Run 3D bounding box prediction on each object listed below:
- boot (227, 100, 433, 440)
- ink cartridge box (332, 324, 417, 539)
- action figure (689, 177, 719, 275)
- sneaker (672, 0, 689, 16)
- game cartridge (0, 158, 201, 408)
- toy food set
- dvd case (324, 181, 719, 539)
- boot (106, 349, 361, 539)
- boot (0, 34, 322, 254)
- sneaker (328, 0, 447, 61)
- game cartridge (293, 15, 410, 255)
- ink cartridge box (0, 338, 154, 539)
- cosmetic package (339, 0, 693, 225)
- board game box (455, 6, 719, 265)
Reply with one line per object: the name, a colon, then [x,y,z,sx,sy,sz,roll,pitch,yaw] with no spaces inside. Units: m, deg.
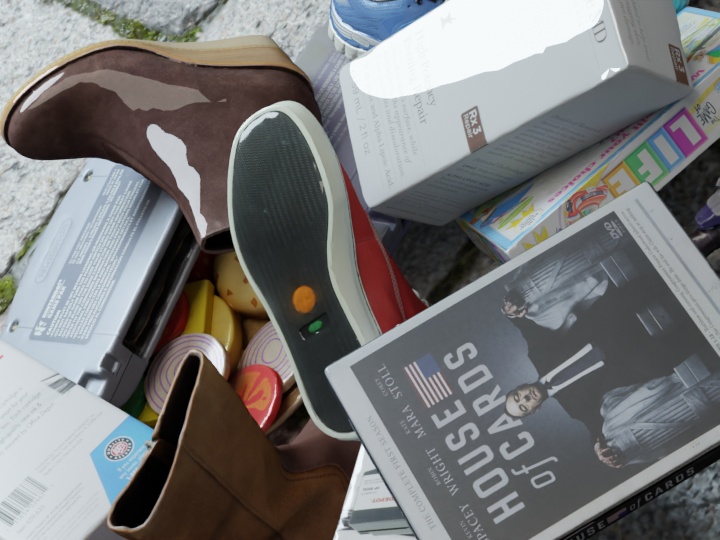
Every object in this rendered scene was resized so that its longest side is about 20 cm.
boot: [0.000,0.000,1.157,0.072,0.144,0.202,-24,78,28]
ink cartridge box: [0.053,0.152,1.060,0.084,0.145,0.201,3,62,29]
action figure: [0.175,0.011,1.134,0.199,0.069,0.131,-34,53,9]
sneaker: [0.149,-0.221,1.310,0.199,0.078,0.091,22,57,34]
game cartridge: [-0.165,-0.005,1.299,0.133,0.041,0.201,0,59,49]
toy food set: [-0.095,0.036,1.285,0.198,0.049,0.199,-13,55,22]
dvd case: [0.100,0.060,0.995,0.199,0.025,0.151,-30,58,-4]
boot: [-0.056,0.098,1.121,0.068,0.200,0.189,16,69,37]
boot: [-0.118,-0.074,1.218,0.198,0.073,0.167,-15,45,-7]
sneaker: [0.061,-0.158,1.248,0.199,0.090,0.079,22,55,24]
game cartridge: [0.000,-0.094,1.284,0.129,0.039,0.201,12,52,26]
ink cartridge box: [-0.219,0.118,1.209,0.199,0.067,0.116,28,54,25]
cosmetic package: [0.087,-0.112,1.152,0.199,0.074,0.103,-30,63,37]
board game box: [0.153,-0.076,1.178,0.200,0.034,0.134,-41,16,-1]
